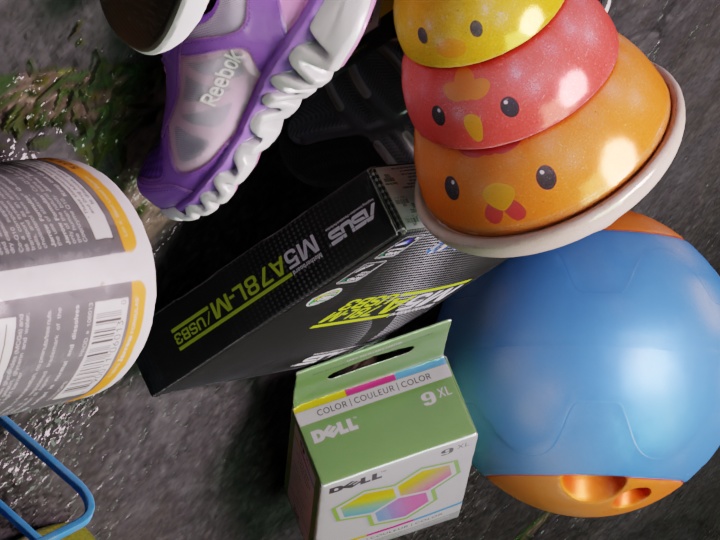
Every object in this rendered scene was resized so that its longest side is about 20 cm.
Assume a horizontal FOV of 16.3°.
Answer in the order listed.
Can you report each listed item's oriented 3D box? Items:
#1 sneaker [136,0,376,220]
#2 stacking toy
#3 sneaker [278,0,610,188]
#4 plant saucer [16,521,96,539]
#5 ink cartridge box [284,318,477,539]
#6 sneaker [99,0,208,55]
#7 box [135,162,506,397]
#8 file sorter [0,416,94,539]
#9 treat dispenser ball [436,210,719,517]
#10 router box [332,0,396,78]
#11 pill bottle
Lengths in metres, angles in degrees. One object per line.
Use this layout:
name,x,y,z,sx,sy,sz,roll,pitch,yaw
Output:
sneaker,-0.068,-0.103,1.212,0.200,0.088,0.081,-48,-161,47
stacking toy,0.060,-0.119,1.222,0.146,0.146,0.200,-42,125,-17
sneaker,0.053,-0.098,1.391,0.200,0.075,0.115,-30,169,4
plant saucer,-0.196,0.242,1.363,0.200,0.200,0.048,-49,126,-3
ink cartridge box,0.012,0.110,1.564,0.104,0.059,0.200,-17,157,-11
sneaker,-0.059,-0.185,1.106,0.085,0.073,0.200,-21,140,-43
box,0.000,0.000,1.400,0.193,0.048,0.200,-36,165,31
file sorter,-0.231,0.166,1.230,0.123,0.139,0.200,-24,144,-50
treat dispenser ball,0.146,0.058,1.625,0.201,0.201,0.201,-38,152,-24
router box,0.038,-0.201,1.269,0.200,0.051,0.149,-36,153,-29
pill bottle,-0.192,0.013,1.109,0.200,0.116,0.117,-10,133,-53
